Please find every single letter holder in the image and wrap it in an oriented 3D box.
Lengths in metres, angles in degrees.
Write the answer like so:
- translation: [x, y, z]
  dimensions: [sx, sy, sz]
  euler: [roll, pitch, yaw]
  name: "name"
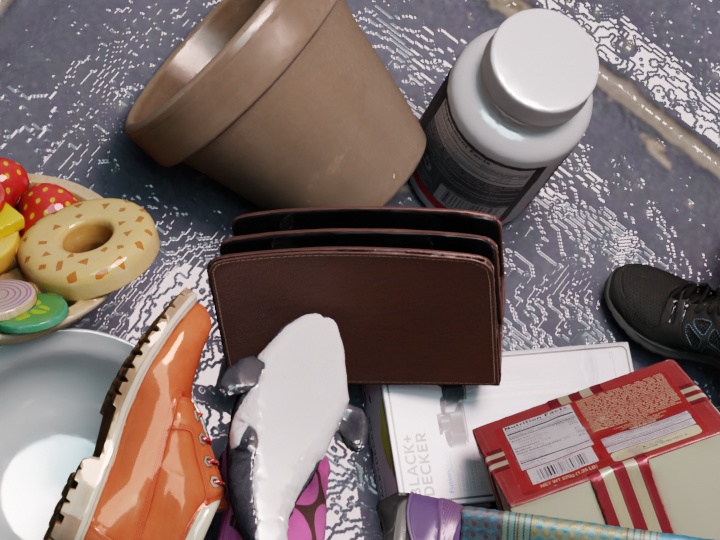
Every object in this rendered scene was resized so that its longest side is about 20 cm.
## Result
- translation: [0.000, 0.000, 1.505]
  dimensions: [0.199, 0.142, 0.101]
  euler: [0, 49, 7]
  name: "letter holder"

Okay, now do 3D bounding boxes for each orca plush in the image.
- translation: [-0.052, 0.128, 1.433]
  dimensions: [0.105, 0.071, 0.201]
  euler: [7, 58, -18]
  name: "orca plush"

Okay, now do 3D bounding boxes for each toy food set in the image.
- translation: [-0.259, -0.015, 1.495]
  dimensions: [0.198, 0.049, 0.200]
  euler: [-29, 47, -32]
  name: "toy food set"

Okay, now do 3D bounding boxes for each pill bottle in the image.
- translation: [0.109, -0.115, 1.581]
  dimensions: [0.110, 0.200, 0.111]
  euler: [5, 69, -12]
  name: "pill bottle"

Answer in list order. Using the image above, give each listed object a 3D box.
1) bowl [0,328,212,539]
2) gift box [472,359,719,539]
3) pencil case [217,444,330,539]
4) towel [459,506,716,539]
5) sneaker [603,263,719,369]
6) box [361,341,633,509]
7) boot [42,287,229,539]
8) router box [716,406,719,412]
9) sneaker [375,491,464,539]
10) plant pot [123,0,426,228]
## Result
- translation: [-0.206, 0.149, 1.475]
  dimensions: [0.200, 0.090, 0.202]
  euler: [4, 70, -11]
  name: "bowl"
- translation: [0.182, 0.197, 1.445]
  dimensions: [0.184, 0.200, 0.187]
  euler: [-18, 107, 4]
  name: "gift box"
- translation: [-0.072, 0.201, 1.456]
  dimensions: [0.094, 0.091, 0.200]
  euler: [31, 39, -23]
  name: "pencil case"
- translation: [0.158, 0.230, 1.360]
  dimensions: [0.199, 0.022, 0.147]
  euler: [8, 109, 11]
  name: "towel"
- translation: [0.277, 0.037, 1.606]
  dimensions: [0.200, 0.082, 0.073]
  euler: [29, 50, 25]
  name: "sneaker"
- translation: [0.109, 0.123, 1.574]
  dimensions: [0.199, 0.060, 0.117]
  euler: [-3, 71, -14]
  name: "box"
- translation: [-0.128, 0.115, 1.423]
  dimensions: [0.107, 0.075, 0.201]
  euler: [23, 75, -8]
  name: "boot"
- translation: [0.340, 0.191, 1.607]
  dimensions: [0.157, 0.052, 0.201]
  euler: [-11, 74, -17]
  name: "router box"
- translation: [0.020, 0.245, 1.427]
  dimensions: [0.087, 0.076, 0.201]
  euler: [15, 61, 10]
  name: "sneaker"
- translation: [-0.049, -0.118, 1.571]
  dimensions: [0.175, 0.200, 0.200]
  euler: [43, 66, -16]
  name: "plant pot"
